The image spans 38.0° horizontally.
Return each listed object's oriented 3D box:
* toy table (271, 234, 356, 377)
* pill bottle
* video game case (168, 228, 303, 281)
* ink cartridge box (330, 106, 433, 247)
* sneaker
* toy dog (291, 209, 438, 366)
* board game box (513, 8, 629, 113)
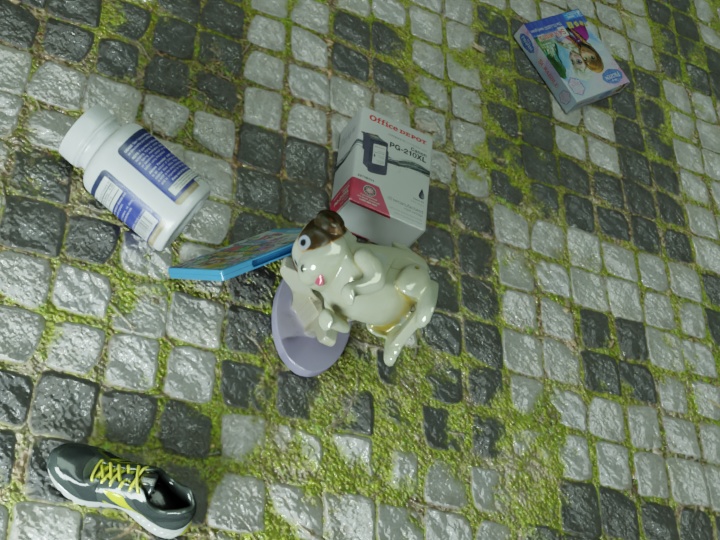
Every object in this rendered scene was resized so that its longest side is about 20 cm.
[{"bbox_3d":[-0.053,0.044,1.543,0.181,0.117,0.203,13,57,-24],"label":"toy table"},{"bbox_3d":[-0.322,-0.136,1.484,0.199,0.120,0.120,41,49,-4],"label":"pill bottle"},{"bbox_3d":[-0.159,-0.025,1.510,0.198,0.142,0.018,-23,106,-38],"label":"video game case"},{"bbox_3d":[0.036,-0.152,1.735,0.143,0.084,0.203,21,53,-20],"label":"ink cartridge box"},{"bbox_3d":[-0.287,0.258,1.290,0.198,0.085,0.075,27,51,-15],"label":"sneaker"},{"bbox_3d":[0.000,0.000,1.438,0.198,0.140,0.196,27,53,-12],"label":"toy dog"},{"bbox_3d":[0.444,-0.442,2.188,0.198,0.041,0.201,-25,77,-39],"label":"board game box"}]
